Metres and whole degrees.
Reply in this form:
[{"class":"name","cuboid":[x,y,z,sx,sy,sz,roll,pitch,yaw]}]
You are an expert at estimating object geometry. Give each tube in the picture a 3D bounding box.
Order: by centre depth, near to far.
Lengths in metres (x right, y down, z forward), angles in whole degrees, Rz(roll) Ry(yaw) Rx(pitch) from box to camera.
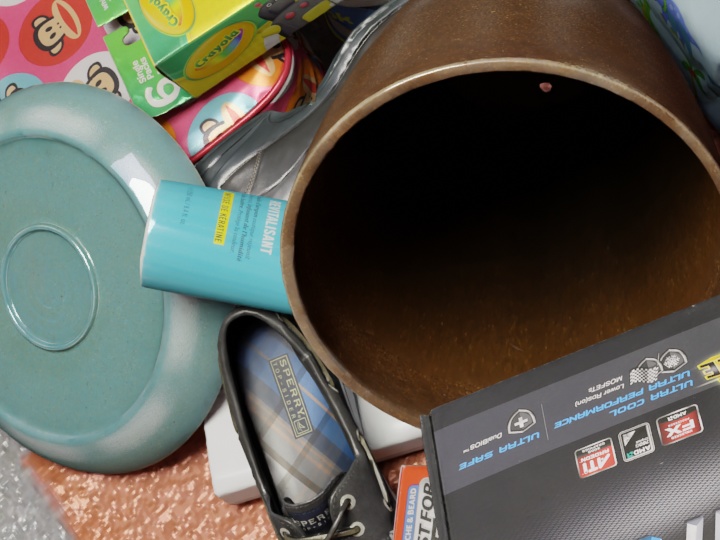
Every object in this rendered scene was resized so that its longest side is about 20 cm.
[{"class":"tube","cuboid":[0.000,0.000,1.180,0.200,0.050,0.077,10,55,-1]}]

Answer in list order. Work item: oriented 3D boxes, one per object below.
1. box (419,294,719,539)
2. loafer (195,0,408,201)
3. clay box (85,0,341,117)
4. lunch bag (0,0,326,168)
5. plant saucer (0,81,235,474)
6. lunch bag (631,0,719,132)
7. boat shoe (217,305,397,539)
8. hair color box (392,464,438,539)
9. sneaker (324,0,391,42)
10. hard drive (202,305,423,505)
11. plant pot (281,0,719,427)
[{"class":"box","cuboid":[0.131,0.104,0.970,0.200,0.050,0.199,-22,43,14]},{"class":"loafer","cuboid":[0.012,-0.069,1.246,0.200,0.073,0.072,-42,45,-1]},{"class":"clay box","cuboid":[-0.053,-0.173,1.245,0.200,0.048,0.115,-32,62,10]},{"class":"lunch bag","cuboid":[-0.125,-0.104,1.329,0.176,0.082,0.200,-38,60,8]},{"class":"plant saucer","cuboid":[-0.149,0.007,1.272,0.200,0.027,0.200,8,103,35]},{"class":"lunch bag","cuboid":[0.220,-0.168,1.175,0.200,0.127,0.170,-28,58,-2]},{"class":"boat shoe","cuboid":[-0.016,0.103,1.185,0.070,0.066,0.200,-22,78,17]},{"class":"hair color box","cuboid":[0.125,0.127,1.105,0.200,0.111,0.064,-3,69,24]},{"class":"sneaker","cuboid":[0.060,-0.179,1.272,0.200,0.082,0.074,-27,60,12]},{"class":"hard drive","cuboid":[0.014,0.025,1.246,0.200,0.026,0.132,-18,64,18]},{"class":"plant pot","cuboid":[0.068,-0.059,1.113,0.187,0.187,0.200,-20,31,17]}]
